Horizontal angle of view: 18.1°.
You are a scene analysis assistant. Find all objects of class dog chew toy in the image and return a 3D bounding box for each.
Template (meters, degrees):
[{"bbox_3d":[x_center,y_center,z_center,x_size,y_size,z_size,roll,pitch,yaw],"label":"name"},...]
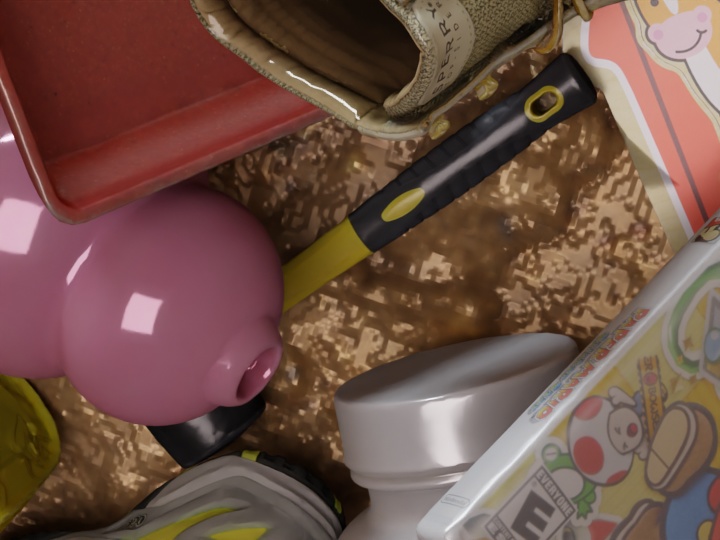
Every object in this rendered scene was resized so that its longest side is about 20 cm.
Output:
[{"bbox_3d":[-0.106,-0.024,0.731,0.200,0.124,0.125,36,108,21],"label":"dog chew toy"}]

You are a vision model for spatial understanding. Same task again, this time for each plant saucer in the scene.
[{"bbox_3d":[-0.061,-0.135,0.694,0.037,0.199,0.201,-12,101,50],"label":"plant saucer"}]

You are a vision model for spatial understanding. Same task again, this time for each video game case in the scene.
[{"bbox_3d":[0.134,0.088,0.682,0.182,0.023,0.200,-44,110,-20],"label":"video game case"}]

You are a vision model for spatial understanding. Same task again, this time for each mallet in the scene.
[{"bbox_3d":[0.000,0.000,0.767,0.199,0.041,0.066,-28,95,18],"label":"mallet"}]

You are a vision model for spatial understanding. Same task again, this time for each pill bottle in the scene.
[{"bbox_3d":[0.051,0.128,0.746,0.111,0.112,0.201,-11,98,16],"label":"pill bottle"}]

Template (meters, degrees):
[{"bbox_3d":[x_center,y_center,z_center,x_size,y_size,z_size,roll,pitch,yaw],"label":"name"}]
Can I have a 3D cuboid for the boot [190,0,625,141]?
[{"bbox_3d":[0.066,-0.090,0.644,0.199,0.155,0.072,16,129,34],"label":"boot"}]

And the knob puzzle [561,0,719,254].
[{"bbox_3d":[0.154,-0.102,0.714,0.218,0.030,0.221,3,103,14],"label":"knob puzzle"}]

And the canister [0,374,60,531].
[{"bbox_3d":[-0.211,0.119,0.791,0.087,0.149,0.200,43,110,-1],"label":"canister"}]

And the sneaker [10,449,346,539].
[{"bbox_3d":[-0.094,0.132,0.787,0.200,0.077,0.075,-35,113,29],"label":"sneaker"}]
